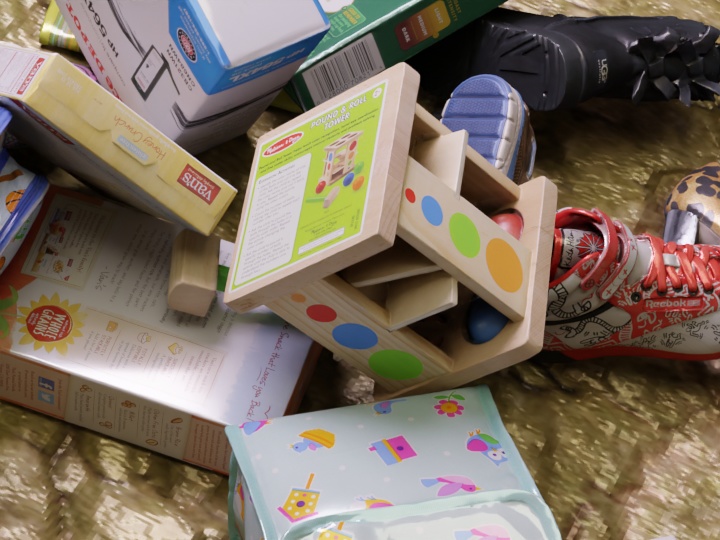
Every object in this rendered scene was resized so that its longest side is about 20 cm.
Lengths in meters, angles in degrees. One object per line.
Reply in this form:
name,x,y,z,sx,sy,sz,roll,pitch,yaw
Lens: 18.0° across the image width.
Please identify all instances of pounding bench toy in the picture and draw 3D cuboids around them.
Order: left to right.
pounding bench toy,0.000,0.000,1.363,0.156,0.200,0.125,36,47,-33

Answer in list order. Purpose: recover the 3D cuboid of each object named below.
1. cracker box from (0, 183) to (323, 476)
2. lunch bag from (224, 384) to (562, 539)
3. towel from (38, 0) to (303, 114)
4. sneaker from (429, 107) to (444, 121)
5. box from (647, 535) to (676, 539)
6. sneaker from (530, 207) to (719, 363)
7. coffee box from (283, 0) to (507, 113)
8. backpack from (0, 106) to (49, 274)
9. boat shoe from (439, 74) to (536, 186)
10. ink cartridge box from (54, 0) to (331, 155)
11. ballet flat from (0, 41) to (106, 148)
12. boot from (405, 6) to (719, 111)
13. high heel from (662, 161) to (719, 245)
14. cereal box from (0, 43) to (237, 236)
cracker box,-0.128,0.039,1.414,0.199,0.058,0.134,18,51,6
lunch bag,0.022,0.167,1.275,0.169,0.122,0.200,-7,35,-12
towel,-0.121,-0.166,1.602,0.199,0.018,0.086,16,58,3
sneaker,0.020,-0.078,1.495,0.199,0.104,0.060,-34,62,-29
box,0.190,0.249,1.310,0.041,0.039,0.201,-6,54,-13
sneaker,0.181,0.005,1.415,0.200,0.108,0.068,-7,59,13
coffee box,0.019,-0.192,1.548,0.199,0.044,0.123,-32,40,-9
backpack,-0.277,-0.036,1.346,0.154,0.191,0.201,27,73,-3
boat shoe,0.077,-0.022,1.473,0.072,0.072,0.201,8,73,38
ink cartridge box,-0.113,-0.168,1.465,0.084,0.200,0.146,-26,83,-25
ballet flat,-0.254,-0.111,1.501,0.199,0.071,0.069,-20,45,-22
boot,0.143,-0.154,1.586,0.162,0.074,0.198,-10,20,-38
high heel,0.294,-0.005,1.499,0.199,0.072,0.143,12,56,10
cereal box,-0.172,-0.086,1.398,0.144,0.200,0.040,37,82,-26
